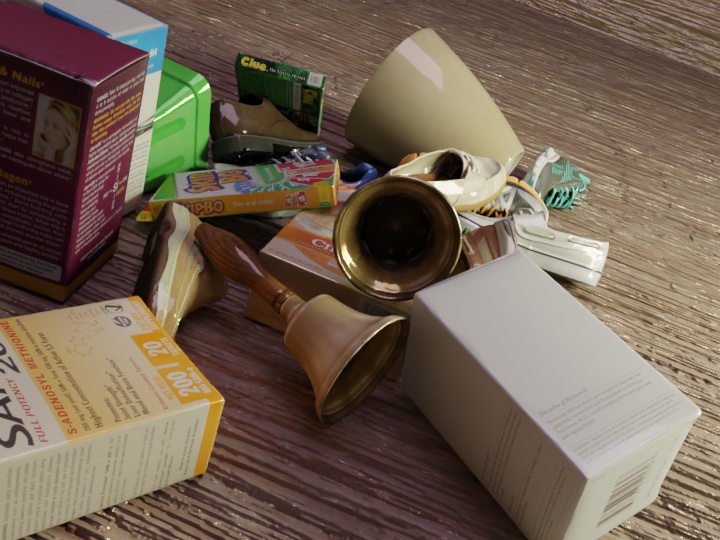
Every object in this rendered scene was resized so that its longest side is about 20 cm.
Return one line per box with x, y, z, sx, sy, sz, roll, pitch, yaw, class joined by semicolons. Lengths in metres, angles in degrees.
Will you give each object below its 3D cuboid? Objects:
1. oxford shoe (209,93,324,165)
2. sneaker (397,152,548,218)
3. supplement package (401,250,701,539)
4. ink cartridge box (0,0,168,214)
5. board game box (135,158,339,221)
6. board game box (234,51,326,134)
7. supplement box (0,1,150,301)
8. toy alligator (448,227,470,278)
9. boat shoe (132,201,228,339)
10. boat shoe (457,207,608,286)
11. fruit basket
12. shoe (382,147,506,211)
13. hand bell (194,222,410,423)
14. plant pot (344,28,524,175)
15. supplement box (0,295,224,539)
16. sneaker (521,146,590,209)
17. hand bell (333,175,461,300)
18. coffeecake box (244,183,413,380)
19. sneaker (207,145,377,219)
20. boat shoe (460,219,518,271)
-0.106;-0.170;0.985;0.072;0.085;0.200;-16;-5;26;oxford shoe
0.137;-0.080;1.035;0.199;0.078;0.077;15;42;-1;sneaker
0.136;0.099;0.647;0.117;0.117;0.200;-21;48;-25;supplement package
-0.276;-0.159;0.779;0.146;0.200;0.084;27;32;14;ink cartridge box
-0.122;-0.082;0.840;0.199;0.030;0.096;-7;23;4;board game box
-0.098;-0.205;1.016;0.104;0.024;0.200;17;-11;-3;board game box
-0.267;-0.097;0.679;0.131;0.200;0.103;21;29;1;supplement box
0.127;-0.017;0.930;0.199;0.054;0.059;21;30;3;toy alligator
-0.150;0.005;0.720;0.076;0.072;0.200;26;27;-20;boat shoe
0.200;-0.042;0.983;0.199;0.066;0.072;20;3;0;boat shoe
-0.247;-0.195;0.931;0.215;0.156;0.216;7;46;-7;fruit basket
0.099;-0.105;0.951;0.200;0.053;0.070;-17;51;-34;shoe
-0.066;0.021;0.680;0.200;0.104;0.104;39;34;22;hand bell
0.114;-0.188;1.109;0.200;0.188;0.187;41;33;11;plant pot
-0.207;0.092;0.525;0.200;0.074;0.126;-11;41;-42;supplement box
0.281;-0.120;1.182;0.091;0.078;0.200;31;32;11;sneaker
0.030;-0.055;0.761;0.104;0.104;0.200;17;17;-5;hand bell
0.000;0.000;0.806;0.153;0.073;0.200;22;29;7;coffeecake box
-0.072;-0.107;0.931;0.199;0.085;0.077;7;31;-20;sneaker
0.131;0.032;0.837;0.072;0.076;0.200;-6;43;7;boat shoe
